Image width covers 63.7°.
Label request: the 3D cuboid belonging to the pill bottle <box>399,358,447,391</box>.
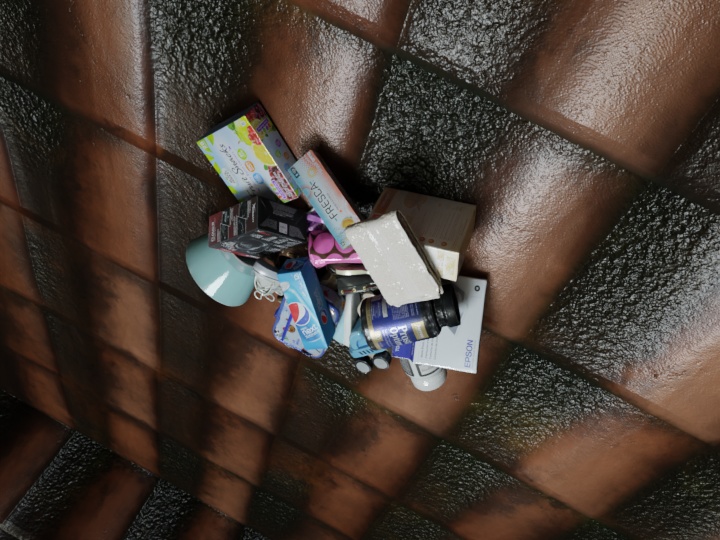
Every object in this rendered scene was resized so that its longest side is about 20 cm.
[{"bbox_3d":[0.142,0.186,1.399,0.113,0.118,0.204,-1,129,28],"label":"pill bottle"}]

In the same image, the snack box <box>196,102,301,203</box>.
[{"bbox_3d":[-0.232,-0.234,1.255,0.165,0.068,0.202,-12,122,37],"label":"snack box"}]

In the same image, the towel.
[{"bbox_3d":[0.064,-0.016,1.091,0.130,0.035,0.202,-14,122,37],"label":"towel"}]

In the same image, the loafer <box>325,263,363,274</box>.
[{"bbox_3d":[0.000,0.000,1.340,0.194,0.072,0.074,11,134,19],"label":"loafer"}]

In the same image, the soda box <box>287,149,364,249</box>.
[{"bbox_3d":[-0.061,-0.143,1.187,0.068,0.064,0.202,-35,86,12],"label":"soda box"}]

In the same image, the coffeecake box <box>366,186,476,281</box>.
[{"bbox_3d":[0.115,-0.077,1.146,0.194,0.155,0.074,14,135,17],"label":"coffeecake box"}]

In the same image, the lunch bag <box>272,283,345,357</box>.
[{"bbox_3d":[-0.133,0.116,1.421,0.157,0.076,0.203,26,127,-1],"label":"lunch bag"}]

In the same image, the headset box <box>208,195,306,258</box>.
[{"bbox_3d":[-0.238,-0.090,1.305,0.196,0.080,0.147,-13,162,40],"label":"headset box"}]

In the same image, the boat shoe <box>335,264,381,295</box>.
[{"bbox_3d":[0.043,0.021,1.266,0.195,0.074,0.065,-3,101,12],"label":"boat shoe"}]

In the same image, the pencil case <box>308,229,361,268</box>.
[{"bbox_3d":[-0.018,-0.046,1.260,0.193,0.096,0.091,-2,149,13],"label":"pencil case"}]

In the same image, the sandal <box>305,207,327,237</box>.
[{"bbox_3d":[-0.103,-0.098,1.321,0.200,0.050,0.083,-22,117,41],"label":"sandal"}]

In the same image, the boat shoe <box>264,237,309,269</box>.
[{"bbox_3d":[-0.177,-0.036,1.380,0.070,0.072,0.197,35,155,-35],"label":"boat shoe"}]

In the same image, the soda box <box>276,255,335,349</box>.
[{"bbox_3d":[-0.119,0.075,1.305,0.062,0.068,0.205,-7,117,21],"label":"soda box"}]

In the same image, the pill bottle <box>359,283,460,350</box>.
[{"bbox_3d":[0.105,0.092,1.208,0.194,0.113,0.114,-15,124,16],"label":"pill bottle"}]

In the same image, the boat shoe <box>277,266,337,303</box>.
[{"bbox_3d":[-0.128,0.055,1.467,0.197,0.073,0.076,-20,130,39],"label":"boat shoe"}]

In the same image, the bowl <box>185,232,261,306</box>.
[{"bbox_3d":[-0.317,-0.027,1.422,0.104,0.202,0.201,-36,109,25],"label":"bowl"}]

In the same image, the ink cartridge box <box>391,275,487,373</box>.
[{"bbox_3d":[0.169,0.107,1.268,0.194,0.041,0.207,6,90,16],"label":"ink cartridge box"}]

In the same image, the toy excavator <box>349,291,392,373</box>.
[{"bbox_3d":[0.023,0.140,1.431,0.191,0.101,0.201,-20,119,40],"label":"toy excavator"}]

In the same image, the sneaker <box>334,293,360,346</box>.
[{"bbox_3d":[-0.050,0.117,1.473,0.080,0.075,0.204,17,134,10],"label":"sneaker"}]

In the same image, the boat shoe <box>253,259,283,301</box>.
[{"bbox_3d":[-0.221,0.033,1.389,0.073,0.088,0.202,30,178,9],"label":"boat shoe"}]
